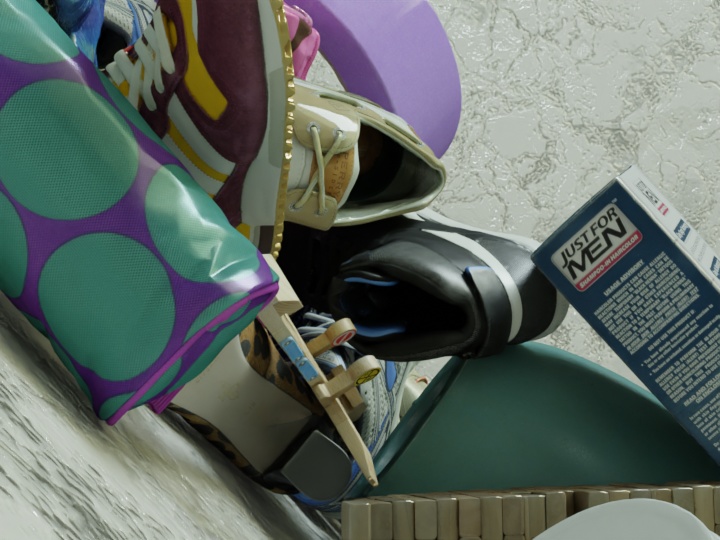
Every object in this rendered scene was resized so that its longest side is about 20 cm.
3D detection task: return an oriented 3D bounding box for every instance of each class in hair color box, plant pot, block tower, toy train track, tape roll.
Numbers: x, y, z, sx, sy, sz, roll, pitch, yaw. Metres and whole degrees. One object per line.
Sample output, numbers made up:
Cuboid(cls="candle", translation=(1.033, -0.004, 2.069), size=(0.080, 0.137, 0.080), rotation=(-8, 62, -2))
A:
Cuboid(cls="hair color box", translation=(0.177, 0.042, 0.791), size=(0.200, 0.061, 0.100), rotation=(49, 15, 4))
Cuboid(cls="plant pot", translation=(0.088, 0.132, 0.867), size=(0.161, 0.201, 0.201), rotation=(36, -2, -1))
Cuboid(cls="block tower", translation=(0.086, 0.127, 0.731), size=(0.058, 0.199, 0.054), rotation=(157, -68, -75))
Cuboid(cls="toy train track", translation=(-0.017, 0.031, 0.712), size=(0.115, 0.032, 0.200), rotation=(58, -1, 20))
Cuboid(cls="tape roll", translation=(-0.036, -0.126, 1.002), size=(0.200, 0.066, 0.200), rotation=(28, -36, 23))

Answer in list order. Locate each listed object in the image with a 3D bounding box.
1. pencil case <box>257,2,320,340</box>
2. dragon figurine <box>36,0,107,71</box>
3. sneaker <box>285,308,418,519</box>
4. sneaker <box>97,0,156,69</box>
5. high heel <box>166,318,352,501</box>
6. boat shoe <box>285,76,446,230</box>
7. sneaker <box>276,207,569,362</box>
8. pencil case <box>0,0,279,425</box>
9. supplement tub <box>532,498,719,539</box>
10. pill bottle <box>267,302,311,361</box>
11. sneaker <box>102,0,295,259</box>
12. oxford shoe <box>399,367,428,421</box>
Cuboid(cls="pencil case", translation=(-0.077, -0.058, 0.864), size=(0.093, 0.201, 0.091), rotation=(9, -5, 8))
Cuboid(cls="dragon figurine", translation=(-0.132, -0.099, 0.690), size=(0.200, 0.059, 0.100), rotation=(130, -41, -83))
Cuboid(cls="sneaker", translation=(-0.005, 0.050, 0.947), size=(0.077, 0.201, 0.085), rotation=(3, -5, 25))
Cuboid(cls="sneaker", translation=(-0.167, -0.149, 0.963), size=(0.085, 0.077, 0.200), rotation=(-12, 33, -44))
Cuboid(cls="high heel", translation=(-0.083, 0.034, 0.787), size=(0.200, 0.071, 0.143), rotation=(50, -8, -3))
Cuboid(cls="boat shoe", translation=(-0.030, -0.060, 0.788), size=(0.068, 0.075, 0.200), rotation=(27, 20, 32))
Cuboid(cls="sneaker", translation=(0.000, 0.000, 0.844), size=(0.200, 0.073, 0.112), rotation=(10, 13, 37))
Cuboid(cls="pencil case", translation=(-0.124, -0.038, 0.585), size=(0.200, 0.085, 0.092), rotation=(48, -37, 1))
Cuboid(cls="supplement tub", translation=(0.136, 0.196, 0.603), size=(0.200, 0.145, 0.145), rotation=(48, -2, -23))
Cuboid(cls="pill bottle", translation=(-0.081, 0.003, 1.010), size=(0.120, 0.120, 0.200), rotation=(45, -2, 35))
Cuboid(cls="sneaker", translation=(-0.074, -0.064, 0.631), size=(0.200, 0.090, 0.075), rotation=(96, -11, -54))
Cuboid(cls="oxford shoe", translation=(0.035, 0.093, 1.013), size=(0.071, 0.074, 0.200), rotation=(1, 76, -65))
